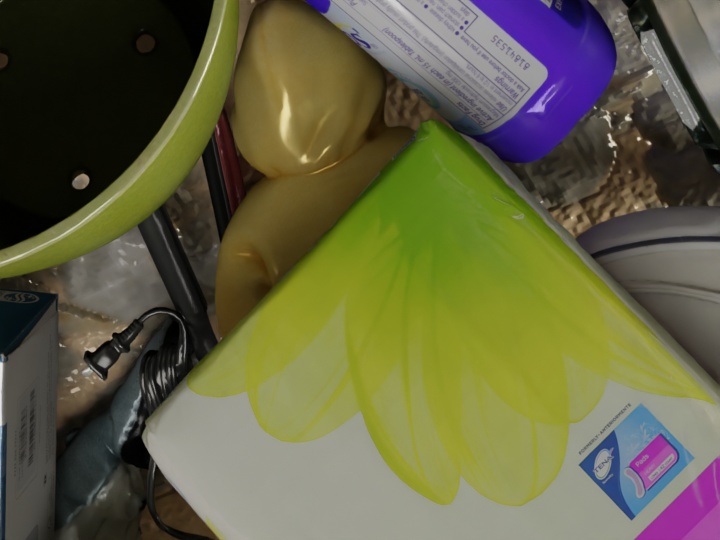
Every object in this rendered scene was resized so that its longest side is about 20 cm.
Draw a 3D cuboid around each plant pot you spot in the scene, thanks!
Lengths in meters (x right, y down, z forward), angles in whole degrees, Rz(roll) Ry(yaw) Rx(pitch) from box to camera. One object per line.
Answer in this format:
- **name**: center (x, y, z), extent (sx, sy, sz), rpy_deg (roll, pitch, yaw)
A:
- **plant pot**: center (-0.117, -0.074, 0.939), extent (0.187, 0.200, 0.187), rpy_deg (-1, 81, 8)

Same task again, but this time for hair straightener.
- **hair straightener**: center (-0.069, 0.027, 1.093), extent (0.077, 0.041, 0.200), rpy_deg (-18, 122, -10)

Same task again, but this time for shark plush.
- **shark plush**: center (-0.136, 0.098, 1.145), extent (0.083, 0.091, 0.200), rpy_deg (44, 123, 8)

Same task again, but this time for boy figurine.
- **boy figurine**: center (0.000, 0.000, 1.032), extent (0.124, 0.064, 0.200), rpy_deg (-25, 91, 18)

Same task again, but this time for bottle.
- **bottle**: center (-0.003, -0.118, 0.984), extent (0.200, 0.084, 0.065), rpy_deg (38, 98, -24)

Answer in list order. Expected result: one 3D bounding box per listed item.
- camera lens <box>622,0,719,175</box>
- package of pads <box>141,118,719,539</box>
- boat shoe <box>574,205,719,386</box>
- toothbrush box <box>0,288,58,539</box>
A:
- **camera lens**: center (0.189, -0.116, 0.940), extent (0.200, 0.160, 0.160), rpy_deg (-26, 120, 17)
- **package of pads**: center (0.043, 0.073, 0.952), extent (0.155, 0.068, 0.200), rpy_deg (-46, 75, 11)
- **boat shoe**: center (0.155, 0.035, 0.970), extent (0.200, 0.066, 0.072), rpy_deg (16, 129, 12)
- **toothbrush box**: center (-0.219, 0.079, 1.079), extent (0.200, 0.085, 0.147), rpy_deg (6, 105, 8)
